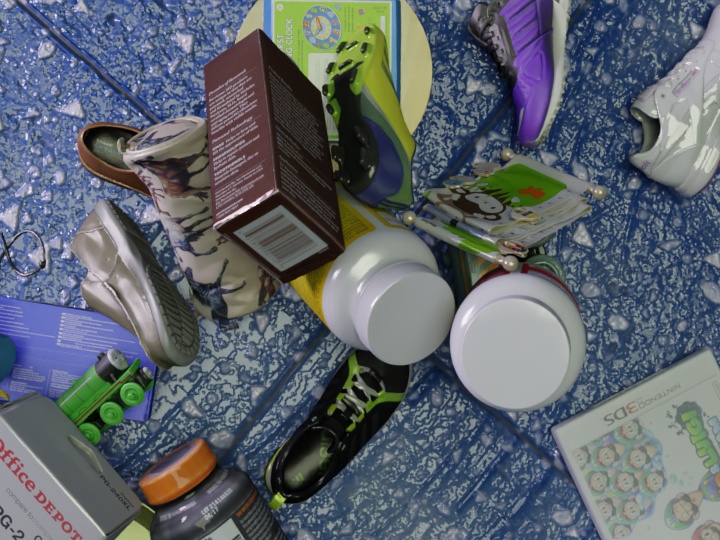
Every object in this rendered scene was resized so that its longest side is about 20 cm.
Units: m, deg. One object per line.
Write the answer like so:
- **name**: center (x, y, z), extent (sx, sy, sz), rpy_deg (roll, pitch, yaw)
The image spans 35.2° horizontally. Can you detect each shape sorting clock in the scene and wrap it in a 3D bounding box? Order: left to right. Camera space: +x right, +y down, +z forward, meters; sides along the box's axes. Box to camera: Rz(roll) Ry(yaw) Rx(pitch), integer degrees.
- **shape sorting clock**: center (-0.028, -0.193, 1.110), extent (0.197, 0.039, 0.203), rpy_deg (0, 91, -3)

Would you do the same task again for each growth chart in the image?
- **growth chart**: center (0.129, -0.061, 1.031), extent (0.144, 0.199, 0.018), rpy_deg (23, 126, 32)

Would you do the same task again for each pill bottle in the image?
- **pill bottle**: center (-0.121, 0.254, 1.029), extent (0.105, 0.106, 0.202), rpy_deg (-31, 98, -7)
- **pill bottle**: center (0.000, 0.000, 1.011), extent (0.111, 0.200, 0.114), rpy_deg (-12, 119, -22)
- **pill bottle**: center (0.133, 0.056, 0.957), extent (0.110, 0.200, 0.114), rpy_deg (1, 95, 9)

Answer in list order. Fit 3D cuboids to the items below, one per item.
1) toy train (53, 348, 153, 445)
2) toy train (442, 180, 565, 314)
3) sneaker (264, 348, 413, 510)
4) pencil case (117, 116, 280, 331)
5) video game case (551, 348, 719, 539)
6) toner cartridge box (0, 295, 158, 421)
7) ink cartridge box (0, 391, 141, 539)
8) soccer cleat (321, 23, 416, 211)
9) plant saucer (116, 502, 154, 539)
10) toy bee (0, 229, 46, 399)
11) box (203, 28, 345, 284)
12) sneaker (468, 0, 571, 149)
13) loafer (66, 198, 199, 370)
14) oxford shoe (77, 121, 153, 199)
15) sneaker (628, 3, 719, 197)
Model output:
- **toy train**: center (-0.265, 0.142, 1.031), extent (0.200, 0.042, 0.056), rpy_deg (-42, 99, 18)
- **toy train**: center (0.139, 0.016, 1.097), extent (0.112, 0.085, 0.203), rpy_deg (-10, 87, 3)
- **sneaker**: center (-0.015, 0.147, 1.070), extent (0.071, 0.083, 0.201), rpy_deg (38, 84, -3)
- **pencil case**: center (-0.146, -0.046, 1.030), extent (0.089, 0.078, 0.202), rpy_deg (-26, 119, -8)
- **video game case**: center (0.311, 0.208, 1.129), extent (0.180, 0.024, 0.202), rpy_deg (-26, 90, -6)
- **toner cartridge box**: center (-0.289, 0.079, 1.066), extent (0.197, 0.043, 0.097), rpy_deg (10, 85, -5)
- **ink cartridge box**: center (-0.311, 0.229, 0.982), extent (0.145, 0.083, 0.200), rpy_deg (45, 101, 5)
- **soccer cleat**: center (0.014, -0.139, 1.038), extent (0.083, 0.064, 0.202), rpy_deg (27, 45, -35)
- **plant saucer**: center (-0.254, 0.305, 1.063), extent (0.197, 0.031, 0.203), rpy_deg (0, 86, -6)
- **toy bee**: center (-0.358, 0.059, 0.982), extent (0.129, 0.109, 0.203), rpy_deg (-2, 82, 21)
- **box**: center (-0.078, -0.101, 0.983), extent (0.074, 0.100, 0.202), rpy_deg (-26, 48, 22)
- **sneaker**: center (0.153, -0.221, 1.121), extent (0.098, 0.070, 0.203), rpy_deg (7, 82, 2)
- **loafer**: center (-0.210, 0.022, 1.037), extent (0.069, 0.075, 0.201), rpy_deg (-39, 53, 5)
- **oxford shoe**: center (-0.174, -0.093, 1.075), extent (0.197, 0.071, 0.072), rpy_deg (13, 84, -6)
- **sneaker**: center (0.328, -0.181, 1.127), extent (0.098, 0.075, 0.203), rpy_deg (19, 85, -5)
